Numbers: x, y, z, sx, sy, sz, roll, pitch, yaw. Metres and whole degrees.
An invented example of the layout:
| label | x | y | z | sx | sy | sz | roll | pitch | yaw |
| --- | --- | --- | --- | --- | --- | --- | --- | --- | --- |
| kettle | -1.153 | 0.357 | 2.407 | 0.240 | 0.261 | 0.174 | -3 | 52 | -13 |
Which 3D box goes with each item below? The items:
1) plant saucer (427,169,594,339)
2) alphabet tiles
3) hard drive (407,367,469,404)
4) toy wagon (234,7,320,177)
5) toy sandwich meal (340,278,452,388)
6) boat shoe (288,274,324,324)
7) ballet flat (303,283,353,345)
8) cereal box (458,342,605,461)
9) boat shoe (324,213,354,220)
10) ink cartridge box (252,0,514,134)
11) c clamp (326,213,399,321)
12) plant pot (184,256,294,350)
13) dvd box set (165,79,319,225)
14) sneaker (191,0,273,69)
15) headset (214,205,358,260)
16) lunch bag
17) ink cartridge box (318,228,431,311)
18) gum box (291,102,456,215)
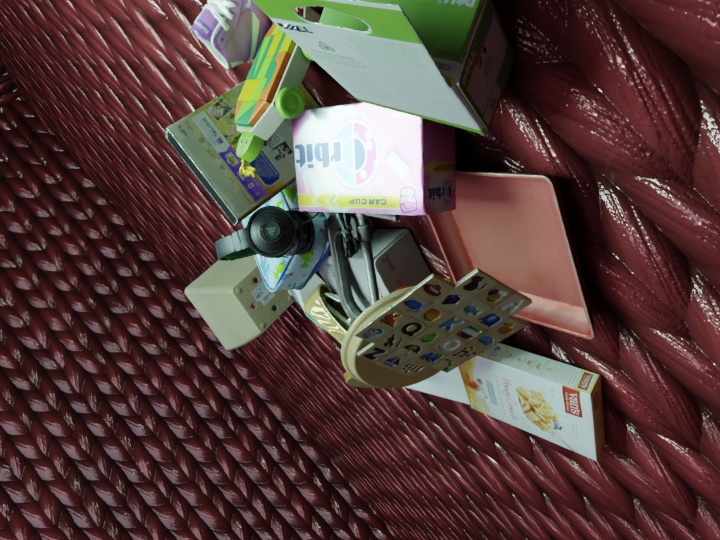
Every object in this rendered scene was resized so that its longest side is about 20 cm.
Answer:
| label | x | y | z | sx | sy | sz | roll | pitch | yaw |
| --- | --- | --- | --- | --- | --- | --- | --- | --- | --- |
| plant saucer | 0.164 | -0.032 | 0.640 | 0.198 | 0.037 | 0.202 | 17 | 141 | 53 |
| alphabet tiles | 0.094 | 0.068 | 0.666 | 0.164 | 0.006 | 0.199 | 25 | 132 | -33 |
| hard drive | 0.116 | 0.162 | 0.940 | 0.196 | 0.027 | 0.133 | 10 | 140 | 25 |
| toy wagon | -0.107 | -0.211 | 0.677 | 0.039 | 0.204 | 0.154 | 23 | -179 | -31 |
| toy sandwich meal | 0.056 | 0.082 | 0.755 | 0.071 | 0.201 | 0.208 | -114 | 6 | -45 |
| boat shoe | -0.123 | 0.036 | 1.243 | 0.202 | 0.074 | 0.093 | 59 | 164 | 0 |
| ballet flat | -0.014 | 0.092 | 0.906 | 0.199 | 0.064 | 0.068 | 37 | -161 | 24 |
| cereal box | 0.231 | 0.170 | 0.784 | 0.197 | 0.040 | 0.146 | 16 | 140 | 41 |
| boat shoe | -0.016 | -0.128 | 0.794 | 0.075 | 0.061 | 0.201 | 45 | 154 | 16 |
| ink cartridge box | 0.024 | -0.193 | 0.448 | 0.146 | 0.077 | 0.199 | 23 | -178 | 28 |
| c clamp | 0.000 | 0.000 | 0.789 | 0.170 | 0.027 | 0.204 | 29 | 133 | 49 |
| plant pot | -0.282 | 0.065 | 1.434 | 0.175 | 0.200 | 0.202 | -5 | 123 | 50 |
| dvd box set | -0.136 | -0.177 | 0.762 | 0.147 | 0.200 | 0.029 | 50 | 155 | -5 |
| sneaker | -0.154 | -0.332 | 0.676 | 0.072 | 0.114 | 0.202 | 40 | 154 | 24 |
| headset | -0.100 | -0.038 | 0.771 | 0.123 | 0.196 | 0.096 | -13 | -95 | -70 |
| lunch bag | -0.129 | -0.077 | 0.935 | 0.162 | 0.081 | 0.203 | -53 | 52 | 41 |
| ink cartridge box | 0.025 | 0.015 | 0.905 | 0.199 | 0.084 | 0.146 | 8 | 133 | 58 |
| gum box | 0.007 | -0.125 | 0.636 | 0.197 | 0.065 | 0.117 | 7 | 104 | 40 |
